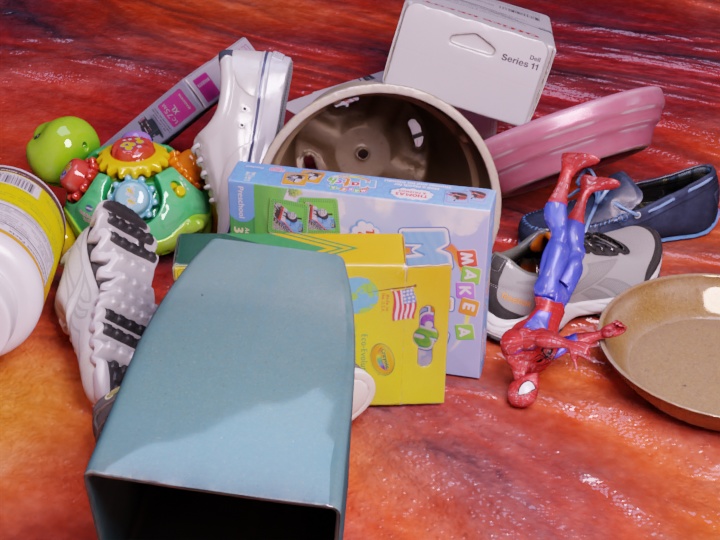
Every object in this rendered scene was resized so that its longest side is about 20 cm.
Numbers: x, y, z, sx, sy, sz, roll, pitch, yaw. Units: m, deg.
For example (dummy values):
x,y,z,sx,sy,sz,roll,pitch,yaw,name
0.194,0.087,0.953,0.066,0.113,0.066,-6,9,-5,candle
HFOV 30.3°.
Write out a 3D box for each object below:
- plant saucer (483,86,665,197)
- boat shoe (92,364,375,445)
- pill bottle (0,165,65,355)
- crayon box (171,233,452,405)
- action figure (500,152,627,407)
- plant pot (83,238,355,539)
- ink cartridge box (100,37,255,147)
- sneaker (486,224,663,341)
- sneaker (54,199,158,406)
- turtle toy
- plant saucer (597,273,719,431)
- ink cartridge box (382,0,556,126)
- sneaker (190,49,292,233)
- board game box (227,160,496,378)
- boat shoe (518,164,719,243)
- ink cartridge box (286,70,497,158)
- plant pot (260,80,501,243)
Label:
x,y,z,sx,sy,sz,roll,pitch,yaw,name
0.190,-0.114,1.236,0.200,0.051,0.201,-18,-2,-1,plant saucer
-0.090,0.093,0.943,0.201,0.072,0.060,-13,38,-15,boat shoe
-0.295,-0.002,1.038,0.109,0.110,0.200,-1,23,-4,pill bottle
-0.035,0.038,0.984,0.199,0.128,0.051,1,31,-2,crayon box
0.168,0.014,1.005,0.099,0.065,0.201,10,73,41,action figure
-0.069,0.086,0.822,0.140,0.142,0.201,7,51,3,plant pot
-0.192,-0.144,1.291,0.200,0.042,0.119,-28,12,36,ink cartridge box
0.180,-0.004,1.105,0.199,0.080,0.074,-20,35,-33,sneaker
-0.201,0.038,1.045,0.081,0.075,0.201,-35,40,22,sneaker
-0.217,-0.074,1.187,0.199,0.102,0.146,20,36,29,turtle toy
0.282,0.068,1.027,0.199,0.036,0.201,0,31,0,plant saucer
0.105,-0.213,1.279,0.146,0.083,0.200,18,19,1,ink cartridge box
-0.109,-0.091,1.142,0.070,0.201,0.073,11,0,3,sneaker
0.000,0.000,1.022,0.199,0.152,0.037,7,32,10,board game box
0.233,-0.062,1.210,0.199,0.069,0.084,-14,34,-22,boat shoe
0.029,-0.145,1.342,0.199,0.068,0.116,-22,38,-34,ink cartridge box
0.007,-0.080,1.141,0.199,0.202,0.184,-2,20,-4,plant pot
